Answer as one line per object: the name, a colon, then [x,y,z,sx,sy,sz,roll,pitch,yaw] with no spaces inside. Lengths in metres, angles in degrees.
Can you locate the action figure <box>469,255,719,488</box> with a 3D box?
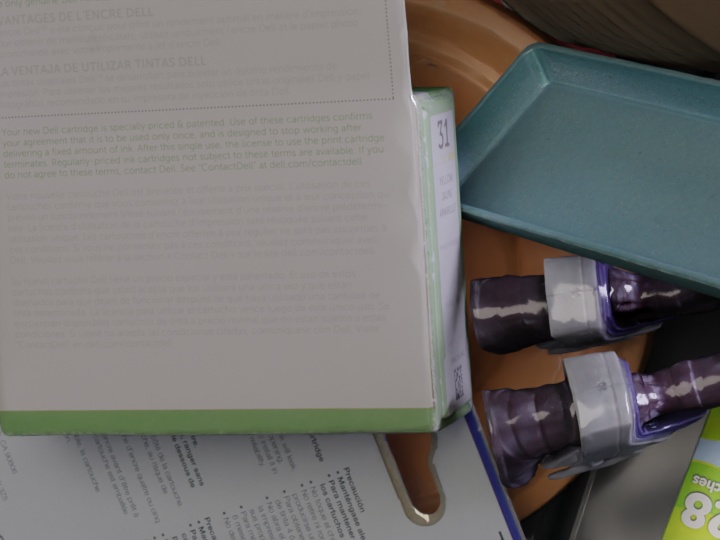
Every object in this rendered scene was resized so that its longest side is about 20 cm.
action figure: [0.134,0.011,0.712,0.200,0.069,0.130,-12,64,16]

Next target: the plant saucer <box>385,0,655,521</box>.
plant saucer: [0.000,0.000,0.810,0.200,0.032,0.200,1,95,16]

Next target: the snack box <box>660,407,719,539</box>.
snack box: [0.218,0.047,0.745,0.200,0.068,0.169,20,85,22]

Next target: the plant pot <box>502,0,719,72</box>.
plant pot: [0.085,-0.135,0.758,0.093,0.201,0.201,-34,68,36]

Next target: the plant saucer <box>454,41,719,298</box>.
plant saucer: [0.099,-0.023,0.694,0.200,0.019,0.070,20,62,48]

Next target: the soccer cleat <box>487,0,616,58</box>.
soccer cleat: [0.046,-0.156,0.849,0.076,0.067,0.200,-3,77,0]

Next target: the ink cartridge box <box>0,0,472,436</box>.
ink cartridge box: [-0.045,-0.050,0.729,0.145,0.048,0.200,-1,96,19]

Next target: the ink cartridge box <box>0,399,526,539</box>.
ink cartridge box: [-0.048,0.077,0.795,0.200,0.043,0.196,-21,91,15]
